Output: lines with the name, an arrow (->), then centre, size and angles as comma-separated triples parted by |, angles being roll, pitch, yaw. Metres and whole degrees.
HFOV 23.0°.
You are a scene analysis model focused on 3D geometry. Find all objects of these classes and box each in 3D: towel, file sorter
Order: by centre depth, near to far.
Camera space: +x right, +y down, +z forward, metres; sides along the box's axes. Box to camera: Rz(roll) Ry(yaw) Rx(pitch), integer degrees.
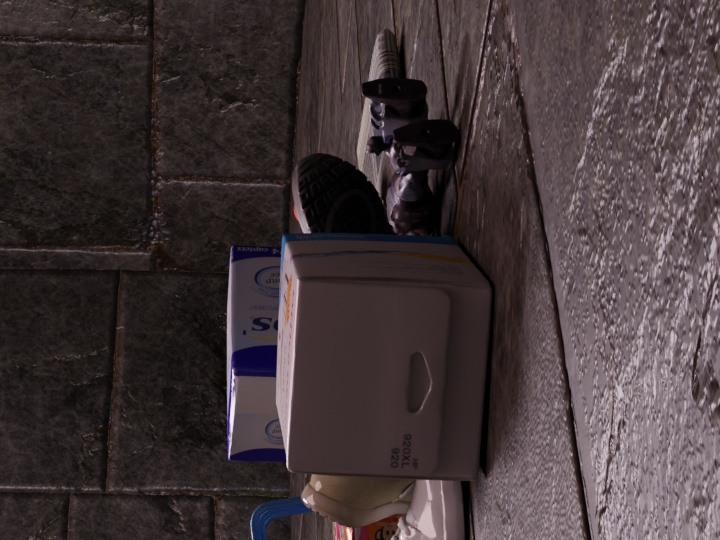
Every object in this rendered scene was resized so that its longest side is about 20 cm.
file sorter -> -0.044, 0.306, 1.853 | 0.200, 0.121, 0.140 | 87, 175, -78
towel -> 0.028, -0.123, 1.907 | 0.201, 0.034, 0.194 | 102, 165, -55

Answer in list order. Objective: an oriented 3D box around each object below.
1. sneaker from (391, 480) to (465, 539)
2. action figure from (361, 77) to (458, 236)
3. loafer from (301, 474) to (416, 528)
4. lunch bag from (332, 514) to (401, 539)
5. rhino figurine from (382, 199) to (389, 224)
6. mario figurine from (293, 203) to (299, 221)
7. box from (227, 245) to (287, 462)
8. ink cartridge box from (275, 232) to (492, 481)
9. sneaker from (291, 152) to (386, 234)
sneaker -> 0.021, 0.238, 1.375 | 0.074, 0.114, 0.202 | -118, 31, -83
action figure -> 0.038, -0.080, 1.522 | 0.201, 0.069, 0.131 | 91, 166, -58
loafer -> 0.021, 0.158, 1.444 | 0.069, 0.075, 0.200 | -66, -17, 14
lunch bag -> 0.012, 0.266, 1.651 | 0.200, 0.081, 0.178 | -104, 15, -70
rhino figurine -> 0.000, 0.000, 1.730 | 0.060, 0.087, 0.201 | -92, 21, -56
mario figurine -> -0.003, -0.011, 1.841 | 0.123, 0.106, 0.202 | 25, 128, 41
box -> -0.031, 0.075, 1.621 | 0.201, 0.182, 0.106 | -97, 11, -55
ink cartridge box -> 0.012, 0.059, 1.344 | 0.200, 0.143, 0.149 | -119, 32, -79
sneaker -> -0.008, -0.002, 1.493 | 0.201, 0.076, 0.091 | 64, 155, -5
